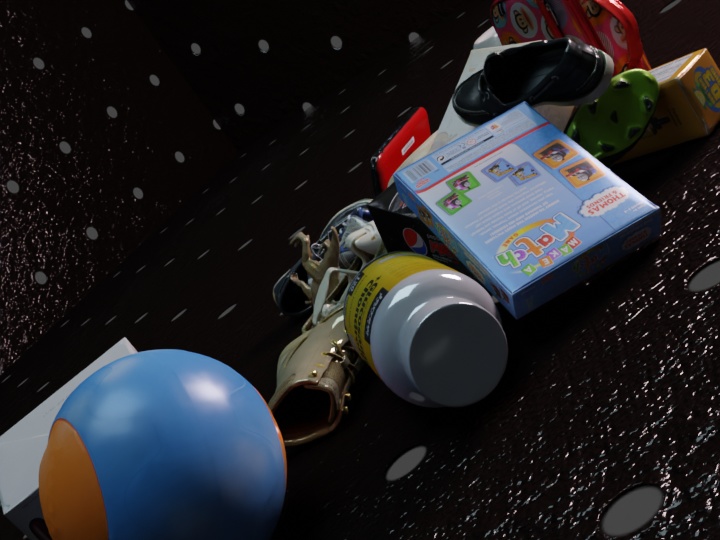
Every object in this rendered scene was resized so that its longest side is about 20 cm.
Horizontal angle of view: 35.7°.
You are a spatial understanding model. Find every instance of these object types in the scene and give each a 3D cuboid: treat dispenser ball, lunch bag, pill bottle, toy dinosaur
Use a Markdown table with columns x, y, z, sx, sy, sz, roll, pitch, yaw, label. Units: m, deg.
| x | y | z | sx | sy | sz | roll | pitch | yaw | label |
| --- | --- | --- | --- | --- | --- | --- | --- | --- | --- |
| -0.158 | 0.165 | 0.908 | 0.200 | 0.202 | 0.201 | -34 | 14 | 10 | treat dispenser ball |
| 0.248 | -0.247 | 1.254 | 0.082 | 0.201 | 0.176 | -36 | 11 | -22 | lunch bag |
| 0.055 | 0.050 | 0.941 | 0.112 | 0.112 | 0.200 | -38 | 13 | -4 | pill bottle |
| -0.040 | 0.002 | 1.283 | 0.058 | 0.202 | 0.102 | -6 | 43 | -23 | toy dinosaur |

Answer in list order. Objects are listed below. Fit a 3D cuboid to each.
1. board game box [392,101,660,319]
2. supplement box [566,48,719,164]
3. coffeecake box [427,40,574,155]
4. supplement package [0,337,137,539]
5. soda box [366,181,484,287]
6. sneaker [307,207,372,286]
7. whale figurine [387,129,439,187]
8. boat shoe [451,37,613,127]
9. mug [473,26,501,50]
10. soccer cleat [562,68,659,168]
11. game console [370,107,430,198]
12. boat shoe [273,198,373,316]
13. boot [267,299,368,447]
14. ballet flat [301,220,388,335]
| x | y | z | sx | sy | sz | roll | pitch | yaw | label |
| --- | --- | --- | --- | --- | --- | --- | --- | --- | --- |
| 0.142 | -0.060 | 0.987 | 0.150 | 0.037 | 0.200 | -29 | 44 | -11 | board game box |
| 0.283 | -0.158 | 1.154 | 0.069 | 0.067 | 0.199 | -42 | 14 | -28 | supplement box |
| 0.144 | -0.138 | 1.219 | 0.202 | 0.073 | 0.153 | -67 | 24 | -3 | coffeecake box |
| -0.293 | 0.202 | 1.246 | 0.199 | 0.111 | 0.156 | -39 | 31 | -7 | supplement package |
| 0.097 | -0.039 | 1.088 | 0.063 | 0.071 | 0.199 | -40 | 34 | -24 | soda box |
| 0.006 | -0.030 | 1.344 | 0.077 | 0.086 | 0.199 | -5 | -11 | -45 | sneaker |
| 0.093 | -0.087 | 1.388 | 0.159 | 0.104 | 0.200 | -44 | -9 | -26 | whale figurine |
| 0.151 | -0.188 | 1.099 | 0.198 | 0.066 | 0.075 | 5 | 75 | 52 | boat shoe |
| 0.234 | -0.258 | 1.422 | 0.186 | 0.154 | 0.150 | -35 | 13 | 5 | mug |
| 0.216 | -0.113 | 1.100 | 0.201 | 0.067 | 0.081 | -54 | 4 | 11 | soccer cleat |
| 0.023 | -0.114 | 1.564 | 0.117 | 0.174 | 0.200 | 0 | 29 | 24 | game console |
| -0.039 | -0.011 | 1.464 | 0.200 | 0.075 | 0.062 | -43 | 14 | 15 | boat shoe |
| -0.012 | 0.081 | 1.090 | 0.199 | 0.073 | 0.156 | -35 | 13 | 17 | boot |
| 0.000 | 0.000 | 1.204 | 0.201 | 0.070 | 0.071 | -60 | 14 | 1 | ballet flat |
